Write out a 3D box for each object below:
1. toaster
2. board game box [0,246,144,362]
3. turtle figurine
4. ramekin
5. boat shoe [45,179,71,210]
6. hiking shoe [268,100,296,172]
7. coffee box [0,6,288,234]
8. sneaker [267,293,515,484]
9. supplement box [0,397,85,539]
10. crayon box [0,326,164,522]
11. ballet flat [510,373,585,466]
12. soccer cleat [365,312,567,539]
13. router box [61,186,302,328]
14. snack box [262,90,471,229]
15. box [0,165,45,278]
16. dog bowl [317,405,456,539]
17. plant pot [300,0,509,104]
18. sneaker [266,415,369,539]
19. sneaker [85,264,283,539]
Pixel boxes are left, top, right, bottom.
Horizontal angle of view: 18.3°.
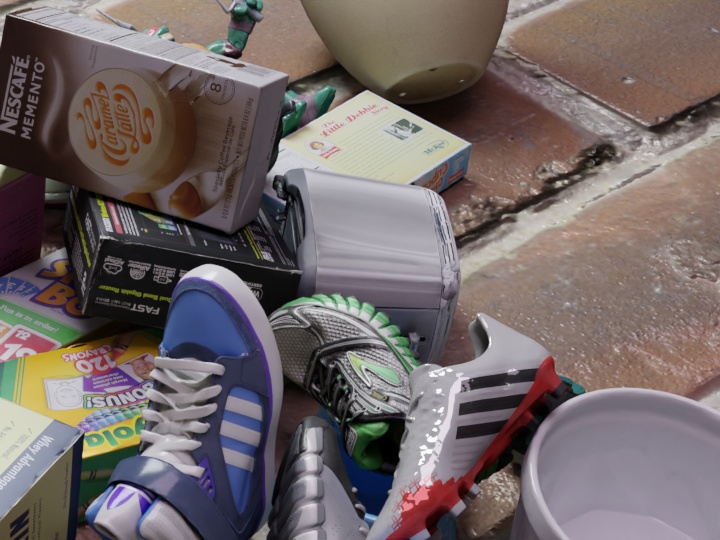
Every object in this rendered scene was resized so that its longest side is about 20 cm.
[{"bbox_3d":[0.000,0.000,1.699,0.128,0.114,0.200,6,33,-11],"label":"toaster"},{"bbox_3d":[-0.231,0.031,1.675,0.095,0.030,0.199,32,38,29],"label":"board game box"},{"bbox_3d":[-0.127,-0.178,1.933,0.199,0.101,0.150,32,46,11],"label":"turtle figurine"},{"bbox_3d":[0.190,0.183,1.471,0.199,0.105,0.201,11,38,-9],"label":"ramekin"},{"bbox_3d":[-0.223,-0.077,1.804,0.200,0.061,0.072,-1,66,-13],"label":"boat shoe"},{"bbox_3d":[-0.153,-0.116,1.744,0.199,0.101,0.076,-5,66,-19],"label":"hiking shoe"},{"bbox_3d":[-0.166,-0.112,1.638,0.199,0.115,0.080,16,15,10],"label":"coffee box"},{"bbox_3d":[0.006,0.084,1.521,0.199,0.078,0.085,31,41,27],"label":"sneaker"},{"bbox_3d":[-0.305,0.166,1.368,0.199,0.135,0.200,20,36,15],"label":"supplement box"},{"bbox_3d":[-0.173,0.106,1.550,0.199,0.059,0.119,-13,39,-30],"label":"crayon box"},{"bbox_3d":[0.123,0.105,1.593,0.068,0.069,0.200,13,-2,10],"label":"ballet flat"},{"bbox_3d":[0.051,0.108,1.437,0.085,0.069,0.200,40,60,7],"label":"soccer cleat"},{"bbox_3d":[-0.136,-0.014,1.650,0.149,0.063,0.200,11,16,-15],"label":"router box"},{"bbox_3d":[-0.009,-0.081,1.874,0.116,0.037,0.200,29,40,25],"label":"snack box"},{"bbox_3d":[-0.371,-0.051,1.695,0.199,0.097,0.176,28,39,24],"label":"box"},{"bbox_3d":[0.018,0.135,1.563,0.111,0.050,0.201,8,35,-1],"label":"dog bowl"},{"bbox_3d":[0.049,-0.227,1.992,0.199,0.200,0.135,-7,73,-22],"label":"plant pot"},{"bbox_3d":[0.001,0.194,1.444,0.115,0.075,0.201,11,57,-14],"label":"sneaker"},{"bbox_3d":[-0.118,0.112,1.434,0.080,0.201,0.146,9,24,29],"label":"sneaker"}]
